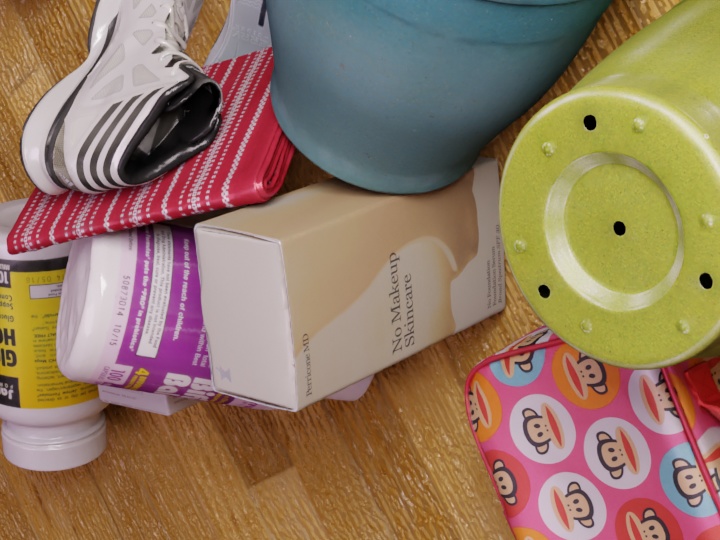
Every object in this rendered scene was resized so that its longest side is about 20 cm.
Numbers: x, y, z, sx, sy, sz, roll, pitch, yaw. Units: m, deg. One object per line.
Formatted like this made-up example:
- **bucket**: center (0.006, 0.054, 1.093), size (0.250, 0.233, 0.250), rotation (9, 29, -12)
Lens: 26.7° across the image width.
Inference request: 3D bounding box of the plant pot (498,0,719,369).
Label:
- **plant pot**: center (0.171, -0.040, 0.736), size (0.200, 0.192, 0.202), rotation (17, 116, 37)

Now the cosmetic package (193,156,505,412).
- **cosmetic package**: center (0.000, 0.000, 0.900), size (0.071, 0.199, 0.106), rotation (10, 114, 40)

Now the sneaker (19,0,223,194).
- **sneaker**: center (-0.114, -0.125, 0.930), size (0.115, 0.201, 0.076), rotation (7, 149, 32)

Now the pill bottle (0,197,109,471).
- **pill bottle**: center (-0.250, 0.051, 1.206), size (0.112, 0.112, 0.201), rotation (15, 115, 38)

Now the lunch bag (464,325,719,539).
- **lunch bag**: center (0.165, 0.118, 0.876), size (0.176, 0.082, 0.201), rotation (-20, 91, 44)

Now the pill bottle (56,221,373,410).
- **pill bottle**: center (-0.090, 0.031, 0.989), size (0.112, 0.199, 0.113), rotation (-170, 90, -71)

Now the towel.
- **towel**: center (-0.117, -0.075, 0.939), size (0.199, 0.145, 0.023), rotation (-11, 130, 30)

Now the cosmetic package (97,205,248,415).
- **cosmetic package**: center (-0.138, -0.010, 1.088), size (0.084, 0.107, 0.201), rotation (6, 107, 42)

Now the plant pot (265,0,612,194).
- **plant pot**: center (0.033, -0.152, 0.834), size (0.200, 0.200, 0.188), rotation (47, 143, 19)

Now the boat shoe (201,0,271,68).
- **boat shoe**: center (-0.059, -0.143, 0.999), size (0.073, 0.067, 0.201), rotation (29, 126, 6)
